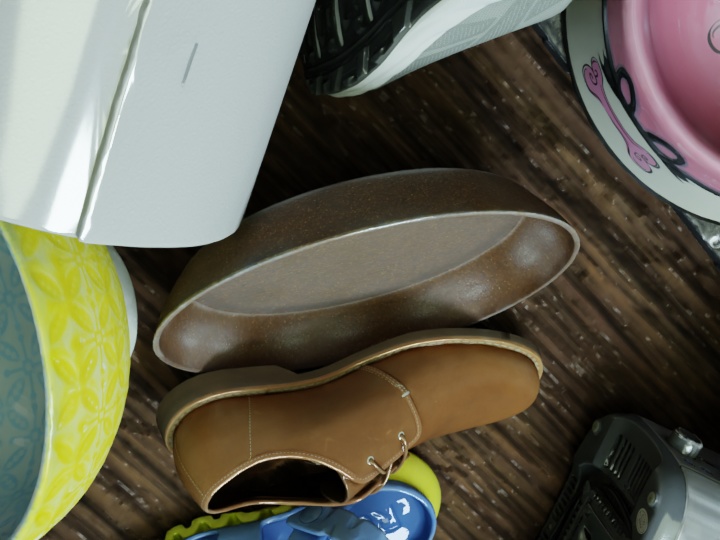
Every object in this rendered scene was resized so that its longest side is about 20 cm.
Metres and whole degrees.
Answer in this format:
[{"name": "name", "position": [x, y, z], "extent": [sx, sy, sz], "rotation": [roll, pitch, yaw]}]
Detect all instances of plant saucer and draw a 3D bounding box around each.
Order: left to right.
[{"name": "plant saucer", "position": [0.000, 0.000, 0.735], "extent": [0.198, 0.200, 0.035], "rotation": [-14, 74, -5]}]

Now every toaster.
[{"name": "toaster", "position": [0.157, 0.182, 0.850], "extent": [0.128, 0.114, 0.201], "rotation": [20, 104, -19]}]

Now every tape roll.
[{"name": "tape roll", "position": [-0.120, -0.114, 0.642], "extent": [0.201, 0.203, 0.140], "rotation": [16, 106, -15]}]

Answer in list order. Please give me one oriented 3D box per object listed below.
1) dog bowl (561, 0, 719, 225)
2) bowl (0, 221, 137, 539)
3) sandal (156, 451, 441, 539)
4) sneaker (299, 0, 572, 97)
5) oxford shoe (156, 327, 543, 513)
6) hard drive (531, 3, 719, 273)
[{"name": "dog bowl", "position": [0.191, -0.116, 0.709], "extent": [0.198, 0.074, 0.202], "rotation": [0, 96, 0]}, {"name": "bowl", "position": [-0.164, 0.024, 0.722], "extent": [0.107, 0.199, 0.202], "rotation": [-16, 120, -49]}, {"name": "sandal", "position": [-0.046, 0.163, 0.820], "extent": [0.199, 0.087, 0.080], "rotation": [-30, 114, 4]}, {"name": "sneaker", "position": [0.045, -0.123, 0.697], "extent": [0.079, 0.199, 0.075], "rotation": [9, 68, -40]}, {"name": "oxford shoe", "position": [0.005, 0.081, 0.793], "extent": [0.198, 0.072, 0.072], "rotation": [-12, 138, -16]}, {"name": "hard drive", "position": [0.190, -0.089, 0.766], "extent": [0.139, 0.038, 0.200], "rotation": [-39, 93, 4]}]
